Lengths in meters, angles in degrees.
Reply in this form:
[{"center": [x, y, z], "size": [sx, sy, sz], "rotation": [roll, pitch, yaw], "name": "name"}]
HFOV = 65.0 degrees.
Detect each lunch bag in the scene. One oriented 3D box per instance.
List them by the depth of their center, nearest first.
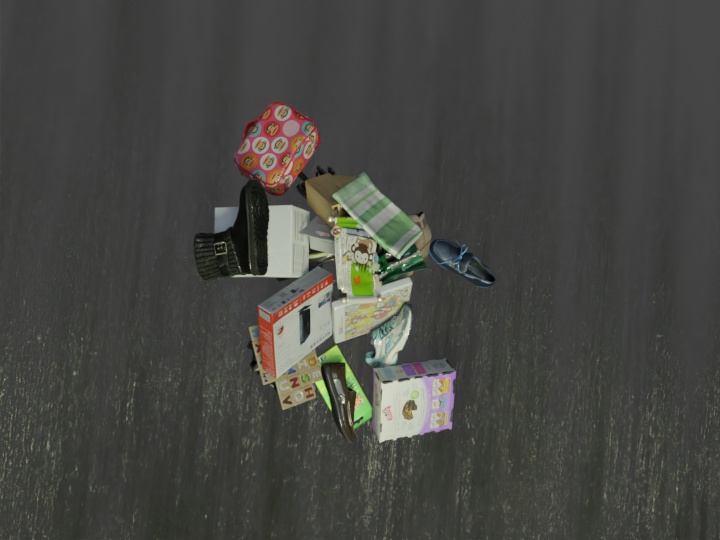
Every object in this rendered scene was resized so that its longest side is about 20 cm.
[{"center": [-0.210, -0.299, 1.361], "size": [0.174, 0.082, 0.202], "rotation": [33, 81, 17], "name": "lunch bag"}]

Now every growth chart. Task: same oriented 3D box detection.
[{"center": [-0.007, -0.022, 1.240], "size": [0.143, 0.017, 0.206], "rotation": [-11, 94, -44], "name": "growth chart"}]

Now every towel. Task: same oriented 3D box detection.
[{"center": [0.044, -0.125, 1.270], "size": [0.200, 0.023, 0.152], "rotation": [46, 38, 1], "name": "towel"}]

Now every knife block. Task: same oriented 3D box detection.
[{"center": [-0.097, -0.178, 1.335], "size": [0.171, 0.202, 0.065], "rotation": [6, 127, 16], "name": "knife block"}]

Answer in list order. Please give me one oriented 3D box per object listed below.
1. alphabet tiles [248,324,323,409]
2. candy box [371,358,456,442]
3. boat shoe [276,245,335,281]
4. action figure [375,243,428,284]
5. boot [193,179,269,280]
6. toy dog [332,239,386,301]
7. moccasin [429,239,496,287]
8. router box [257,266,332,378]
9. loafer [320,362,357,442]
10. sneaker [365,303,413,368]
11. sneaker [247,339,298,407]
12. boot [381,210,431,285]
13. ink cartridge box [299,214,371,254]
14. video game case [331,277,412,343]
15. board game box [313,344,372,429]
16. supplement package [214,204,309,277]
[{"center": [-0.170, 0.215, 1.339], "size": [0.165, 0.007, 0.205], "rotation": [-10, 81, -42], "name": "alphabet tiles"}, {"center": [0.129, 0.318, 1.394], "size": [0.195, 0.072, 0.172], "rotation": [-5, 112, -16], "name": "candy box"}, {"center": [-0.123, -0.019, 1.376], "size": [0.196, 0.072, 0.067], "rotation": [-13, 111, 12], "name": "boat shoe"}, {"center": [0.047, -0.009, 1.332], "size": [0.197, 0.055, 0.120], "rotation": [-30, 60, 4], "name": "action figure"}, {"center": [-0.284, -0.086, 1.229], "size": [0.154, 0.079, 0.218], "rotation": [0, 88, 17], "name": "boot"}, {"center": [0.000, 0.000, 1.418], "size": [0.130, 0.096, 0.203], "rotation": [28, 97, -13], "name": "toy dog"}, {"center": [0.273, -0.026, 1.471], "size": [0.196, 0.068, 0.082], "rotation": [26, 80, -12], "name": "moccasin"}, {"center": [-0.143, 0.115, 1.291], "size": [0.199, 0.048, 0.183], "rotation": [-36, 138, -42], "name": "router box"}, {"center": [-0.037, 0.315, 1.366], "size": [0.070, 0.073, 0.205], "rotation": [-17, 96, -15], "name": "loafer"}, {"center": [0.069, 0.165, 1.391], "size": [0.084, 0.078, 0.204], "rotation": [22, 112, 0], "name": "sneaker"}, {"center": [-0.210, 0.239, 1.350], "size": [0.097, 0.070, 0.205], "rotation": [-23, 91, -40], "name": "sneaker"}, {"center": [0.109, -0.063, 1.409], "size": [0.198, 0.069, 0.150], "rotation": [-26, 115, -47], "name": "boot"}, {"center": [-0.046, -0.096, 1.329], "size": [0.113, 0.200, 0.068], "rotation": [14, 128, 25], "name": "ink cartridge box"}, {"center": [0.026, 0.100, 1.368], "size": [0.195, 0.184, 0.023], "rotation": [-18, 59, -12], "name": "video game case"}, {"center": [-0.051, 0.298, 1.415], "size": [0.094, 0.030, 0.203], "rotation": [-30, 91, -10], "name": "board game box"}, {"center": [-0.227, -0.064, 1.309], "size": [0.194, 0.111, 0.161], "rotation": [0, 87, 17], "name": "supplement package"}]
